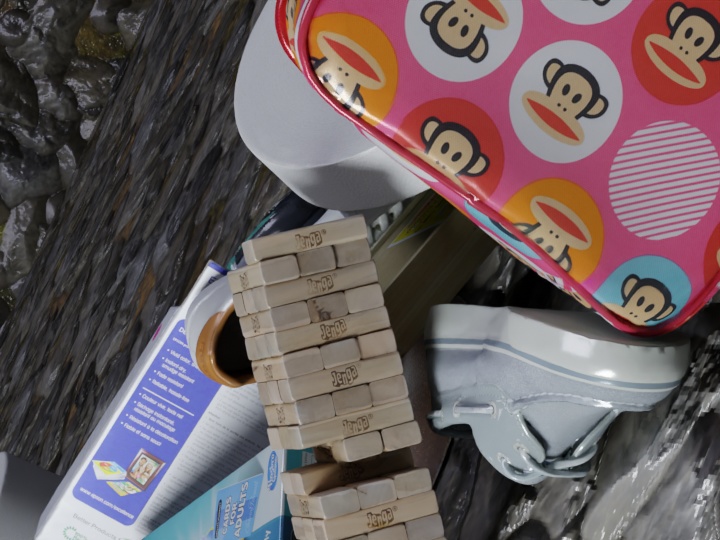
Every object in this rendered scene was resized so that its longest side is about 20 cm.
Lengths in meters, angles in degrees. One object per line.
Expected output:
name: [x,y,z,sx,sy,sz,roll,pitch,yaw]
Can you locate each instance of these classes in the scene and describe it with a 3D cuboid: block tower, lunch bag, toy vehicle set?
block tower: [-0.005,0.081,0.934,0.058,0.054,0.202,166,91,-71]
lunch bag: [0.086,-0.094,0.796,0.176,0.200,0.082,-51,16,4]
toy vehicle set: [0.049,-0.029,1.055,0.200,0.027,0.124,-49,8,-18]

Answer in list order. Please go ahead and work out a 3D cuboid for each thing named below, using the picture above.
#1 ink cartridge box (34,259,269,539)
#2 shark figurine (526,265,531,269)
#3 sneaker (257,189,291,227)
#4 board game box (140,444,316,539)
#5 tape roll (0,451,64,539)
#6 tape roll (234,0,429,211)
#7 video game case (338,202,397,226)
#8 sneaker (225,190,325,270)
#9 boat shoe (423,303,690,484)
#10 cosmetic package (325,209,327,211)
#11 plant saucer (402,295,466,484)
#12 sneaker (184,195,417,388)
ink cartridge box: [-0.094,0.092,1.219,0.201,0.094,0.037,-56,12,19]
shark figurine: [0.110,-0.067,0.911,0.215,0.089,0.129,-59,16,30]
sneaker: [-0.031,-0.020,1.366,0.200,0.076,0.116,-45,10,26]
board game box: [-0.068,0.190,1.098,0.200,0.047,0.152,-39,42,51]
tape roll: [-0.223,0.243,1.482,0.203,0.138,0.203,-58,15,25]
tape roll: [0.027,-0.119,1.005,0.202,0.037,0.204,-30,37,26]
video game case: [0.060,-0.099,1.083,0.200,0.022,0.182,-38,11,0]
sneaker: [-0.036,0.027,1.252,0.074,0.087,0.200,-47,-8,-32]
boat shoe: [0.077,0.052,0.891,0.201,0.069,0.072,-179,93,-73]
cosmetic package: [0.049,-0.110,1.230,0.201,0.073,0.104,-64,14,0]
plant saucer: [-0.003,0.099,1.149,0.201,0.032,0.201,-58,16,28]
sneaker: [0.000,0.000,1.133,0.199,0.073,0.085,-37,16,2]
